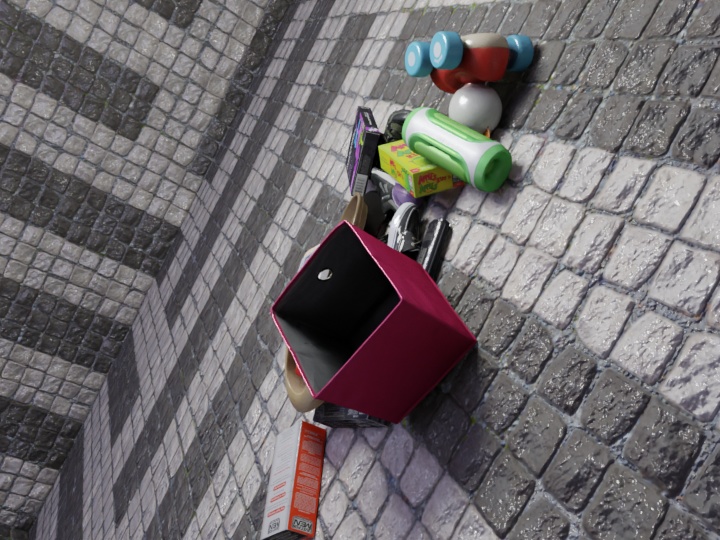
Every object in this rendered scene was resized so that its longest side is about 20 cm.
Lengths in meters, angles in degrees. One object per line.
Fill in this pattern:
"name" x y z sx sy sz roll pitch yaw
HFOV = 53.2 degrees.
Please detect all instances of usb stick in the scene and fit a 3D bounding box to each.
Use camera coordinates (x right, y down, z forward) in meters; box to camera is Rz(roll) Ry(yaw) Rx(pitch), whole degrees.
"usb stick" 0.110 0.005 1.264 0.055 0.032 0.203 -8 60 68

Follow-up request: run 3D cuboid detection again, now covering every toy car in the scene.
"toy car" 0.193 -0.309 1.284 0.176 0.181 0.204 -168 74 -64

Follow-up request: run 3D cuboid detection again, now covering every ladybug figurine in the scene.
"ladybug figurine" -0.081 0.152 1.277 0.135 0.071 0.204 29 114 55

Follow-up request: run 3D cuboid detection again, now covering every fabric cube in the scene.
"fabric cube" 0.017 0.082 1.103 0.197 0.198 0.201 -49 46 15

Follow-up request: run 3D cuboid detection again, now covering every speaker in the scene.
"speaker" 0.160 -0.208 1.222 0.199 0.088 0.089 38 102 38

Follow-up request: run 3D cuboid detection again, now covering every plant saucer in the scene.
"plant saucer" -0.031 -0.054 1.403 0.200 0.029 0.203 -159 89 -79

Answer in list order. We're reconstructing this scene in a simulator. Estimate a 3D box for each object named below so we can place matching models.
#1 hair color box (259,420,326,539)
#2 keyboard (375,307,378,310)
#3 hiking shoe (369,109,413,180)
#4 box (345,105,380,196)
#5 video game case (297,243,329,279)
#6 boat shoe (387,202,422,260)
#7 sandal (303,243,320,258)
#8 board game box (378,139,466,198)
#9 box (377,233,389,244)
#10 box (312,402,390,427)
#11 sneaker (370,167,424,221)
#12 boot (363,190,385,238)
"hair color box" -0.123 0.393 1.328 0.101 0.061 0.203 -37 36 44
"keyboard" -0.019 0.120 1.309 0.200 0.039 0.105 -48 52 30
"hiking shoe" 0.073 -0.265 1.542 0.200 0.075 0.102 143 138 -60
"box" 0.001 -0.263 1.575 0.201 0.035 0.145 -98 20 -63
"video game case" -0.102 0.018 1.443 0.200 0.018 0.145 -32 38 64
"boat shoe" 0.084 -0.031 1.315 0.065 0.070 0.203 4 65 39
"sandal" -0.104 -0.008 1.601 0.207 0.058 0.080 131 158 -60
"board game box" 0.112 -0.201 1.357 0.200 0.100 0.048 -125 22 -61
"box" 0.000 0.000 1.337 0.111 0.035 0.200 -55 -11 23
"box" -0.002 0.197 1.286 0.199 0.049 0.160 -21 50 56
"sneaker" 0.059 -0.149 1.455 0.089 0.075 0.200 -68 25 7
"boot" -0.010 -0.051 1.538 0.201 0.067 0.191 126 156 -49
